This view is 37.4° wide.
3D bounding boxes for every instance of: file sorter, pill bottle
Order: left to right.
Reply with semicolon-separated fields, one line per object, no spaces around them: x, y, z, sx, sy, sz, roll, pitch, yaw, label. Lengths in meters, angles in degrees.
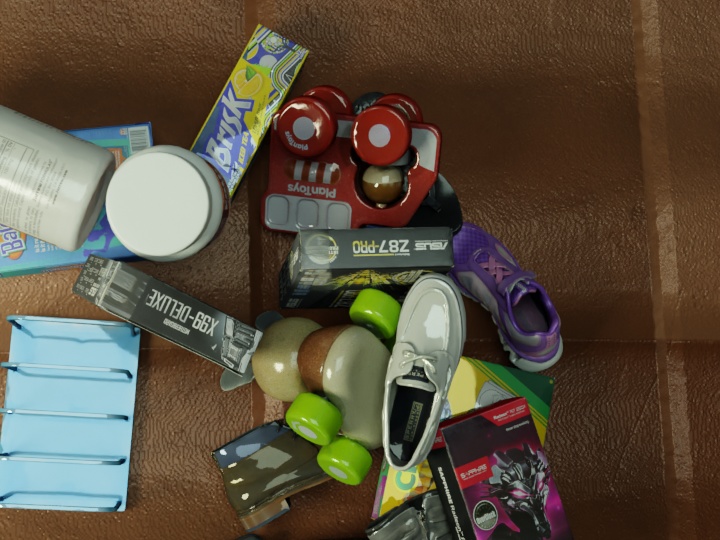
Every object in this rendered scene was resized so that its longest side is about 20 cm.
-0.366;-0.107;1.099;0.199;0.114;0.115;23;78;-6;pill bottle
-0.310;0.151;1.113;0.138;0.123;0.201;4;81;-9;file sorter
-0.192;-0.068;1.074;0.113;0.200;0.115;0;94;-4;pill bottle

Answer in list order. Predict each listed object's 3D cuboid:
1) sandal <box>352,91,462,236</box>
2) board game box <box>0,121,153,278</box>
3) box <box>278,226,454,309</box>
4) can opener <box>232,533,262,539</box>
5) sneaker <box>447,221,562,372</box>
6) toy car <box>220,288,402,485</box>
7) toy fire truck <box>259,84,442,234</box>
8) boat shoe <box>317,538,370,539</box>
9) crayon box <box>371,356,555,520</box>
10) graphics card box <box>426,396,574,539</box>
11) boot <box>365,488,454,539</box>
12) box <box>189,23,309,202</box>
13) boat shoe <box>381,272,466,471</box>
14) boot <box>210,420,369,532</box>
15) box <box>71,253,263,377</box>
0.047;-0.119;1.248;0.076;0.043;0.201;-34;82;1;sandal
-0.323;-0.078;1.184;0.199;0.045;0.153;-7;84;-12;board game box
0.000;0.000;1.153;0.160;0.200;0.049;1;76;-11;box
-0.197;0.329;1.137;0.199;0.063;0.079;-19;85;-12;can opener
0.168;0.019;1.228;0.080;0.089;0.200;-33;74;-11;sneaker
-0.057;0.109;1.153;0.199;0.158;0.165;12;57;36;toy car
-0.011;-0.113;1.198;0.199;0.112;0.169;8;108;9;toy fire truck
0.006;0.328;1.170;0.199;0.073;0.065;2;76;-10;boat shoe
0.117;0.203;1.216;0.172;0.058;0.201;13;79;-8;crayon box
0.151;0.248;1.141;0.125;0.051;0.201;-13;83;-33;graphics card box
0.037;0.325;1.120;0.200;0.070;0.132;-31;94;-33;boot
-0.136;-0.176;1.225;0.070;0.064;0.201;27;78;-5;box
0.058;0.103;1.070;0.072;0.066;0.201;16;97;8;boat shoe
-0.067;0.193;1.176;0.200;0.075;0.097;-34;92;-12;boot
-0.203;0.041;1.091;0.157;0.200;0.050;28;82;-22;box
